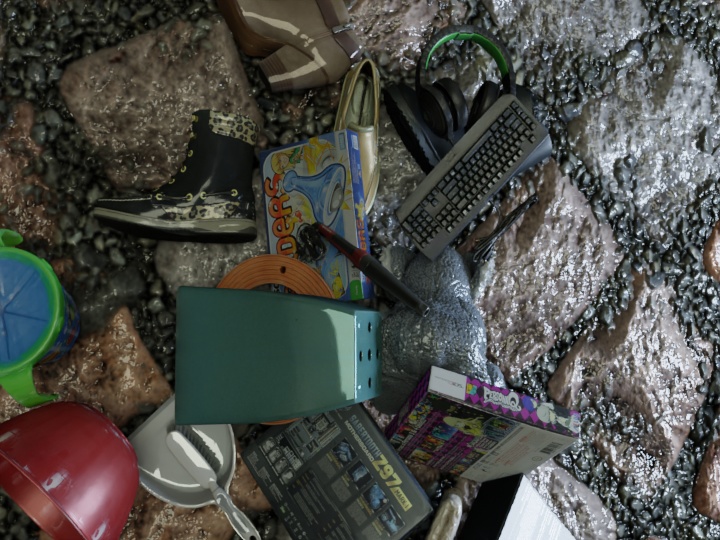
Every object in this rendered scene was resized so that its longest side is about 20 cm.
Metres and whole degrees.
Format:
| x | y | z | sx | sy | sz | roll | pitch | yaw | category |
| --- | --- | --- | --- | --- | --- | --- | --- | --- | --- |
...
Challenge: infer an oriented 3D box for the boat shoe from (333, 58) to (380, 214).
| x | y | z | sx | sy | sz | roll | pitch | yaw | category |
| --- | --- | --- | --- | --- | --- | --- | --- | --- | --- |
| -0.006 | -0.170 | 0.909 | 0.069 | 0.076 | 0.207 | 2 | 85 | -7 | boat shoe |

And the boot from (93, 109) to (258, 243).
| x | y | z | sx | sy | sz | roll | pitch | yaw | category |
| --- | --- | --- | --- | --- | --- | --- | --- | --- | --- |
| -0.223 | -0.119 | 0.886 | 0.197 | 0.074 | 0.159 | 4 | 80 | -6 | boot |

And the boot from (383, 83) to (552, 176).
| x | y | z | sx | sy | sz | roll | pitch | yaw | category |
| --- | --- | --- | --- | --- | --- | --- | --- | --- | --- |
| 0.143 | -0.194 | 0.928 | 0.167 | 0.076 | 0.202 | -37 | 96 | -6 | boot |

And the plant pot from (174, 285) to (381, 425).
| x | y | z | sx | sy | sz | roll | pitch | yaw | category |
| --- | --- | --- | --- | --- | --- | --- | --- | --- | --- |
| -0.080 | 0.090 | 0.769 | 0.194 | 0.141 | 0.146 | -2 | 85 | 21 | plant pot |

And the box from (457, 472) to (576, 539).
| x | y | z | sx | sy | sz | roll | pitch | yaw | category |
| --- | --- | --- | --- | --- | --- | --- | --- | --- | --- |
| 0.173 | 0.367 | 0.823 | 0.142 | 0.078 | 0.201 | 48 | 47 | -9 | box |

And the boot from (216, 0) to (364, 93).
| x | y | z | sx | sy | sz | roll | pitch | yaw | category |
| --- | --- | --- | --- | --- | --- | --- | --- | --- | --- |
| -0.091 | -0.329 | 0.925 | 0.144 | 0.070 | 0.204 | -30 | 90 | -15 | boot |

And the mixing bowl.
| x | y | z | sx | sy | sz | roll | pitch | yaw | category |
| --- | --- | --- | --- | --- | --- | --- | --- | --- | --- |
| -0.322 | 0.224 | 0.795 | 0.200 | 0.200 | 0.109 | 45 | 54 | 0 | mixing bowl |

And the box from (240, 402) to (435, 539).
| x | y | z | sx | sy | sz | roll | pitch | yaw | category |
| --- | --- | --- | --- | --- | --- | --- | --- | --- | --- |
| -0.028 | 0.251 | 0.845 | 0.157 | 0.051 | 0.201 | -39 | 71 | -2 | box |

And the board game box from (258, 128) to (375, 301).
| x | y | z | sx | sy | sz | roll | pitch | yaw | category |
| --- | --- | --- | --- | --- | --- | --- | --- | --- | --- |
| -0.056 | -0.059 | 0.881 | 0.132 | 0.034 | 0.207 | -9 | 84 | 28 | board game box |

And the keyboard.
| x | y | z | sx | sy | sz | roll | pitch | yaw | category |
| --- | --- | --- | --- | --- | --- | --- | --- | --- | --- |
| 0.144 | -0.090 | 0.824 | 0.127 | 0.021 | 0.200 | 42 | 96 | -12 | keyboard |

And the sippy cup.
| x | y | z | sx | sy | sz | roll | pitch | yaw | category |
| --- | --- | --- | --- | --- | --- | --- | --- | --- | --- |
| -0.388 | 0.054 | 0.812 | 0.136 | 0.130 | 0.183 | 17 | 79 | 0 | sippy cup |

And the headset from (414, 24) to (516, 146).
| x | y | z | sx | sy | sz | roll | pitch | yaw | category |
| --- | --- | --- | --- | --- | --- | --- | --- | --- | --- |
| 0.125 | -0.190 | 0.862 | 0.119 | 0.094 | 0.207 | 0 | 83 | -9 | headset |

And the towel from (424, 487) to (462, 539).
| x | y | z | sx | sy | sz | roll | pitch | yaw | category |
| --- | --- | --- | --- | --- | --- | --- | --- | --- | --- |
| 0.077 | 0.361 | 0.842 | 0.034 | 0.133 | 0.204 | 23 | 83 | 12 | towel |

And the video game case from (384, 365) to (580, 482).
| x | y | z | sx | sy | sz | roll | pitch | yaw | category |
| --- | --- | --- | --- | --- | --- | --- | --- | --- | --- |
| 0.133 | 0.192 | 0.836 | 0.176 | 0.202 | 0.037 | 17 | 56 | -4 | video game case |

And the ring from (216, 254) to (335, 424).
| x | y | z | sx | sy | sz | roll | pitch | yaw | category |
| --- | --- | --- | --- | --- | --- | --- | --- | --- | --- |
| -0.108 | 0.083 | 0.866 | 0.195 | 0.019 | 0.207 | -2 | 85 | 22 | ring |

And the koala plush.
| x | y | z | sx | sy | sz | roll | pitch | yaw | category |
| --- | --- | --- | --- | --- | --- | --- | --- | --- | --- |
| 0.093 | 0.053 | 0.865 | 0.172 | 0.186 | 0.205 | 2 | 56 | 14 | koala plush |

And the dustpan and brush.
| x | y | z | sx | sy | sz | roll | pitch | yaw | category |
| --- | --- | --- | --- | --- | --- | --- | --- | --- | --- |
| -0.185 | 0.248 | 0.856 | 0.139 | 0.057 | 0.201 | -41 | 93 | -5 | dustpan and brush |

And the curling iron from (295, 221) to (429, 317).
| x | y | z | sx | sy | sz | roll | pitch | yaw | category |
| --- | --- | --- | --- | --- | --- | --- | --- | --- | --- |
| 0.000 | 0.000 | 0.810 | 0.197 | 0.025 | 0.051 | 30 | 94 | 28 | curling iron |
